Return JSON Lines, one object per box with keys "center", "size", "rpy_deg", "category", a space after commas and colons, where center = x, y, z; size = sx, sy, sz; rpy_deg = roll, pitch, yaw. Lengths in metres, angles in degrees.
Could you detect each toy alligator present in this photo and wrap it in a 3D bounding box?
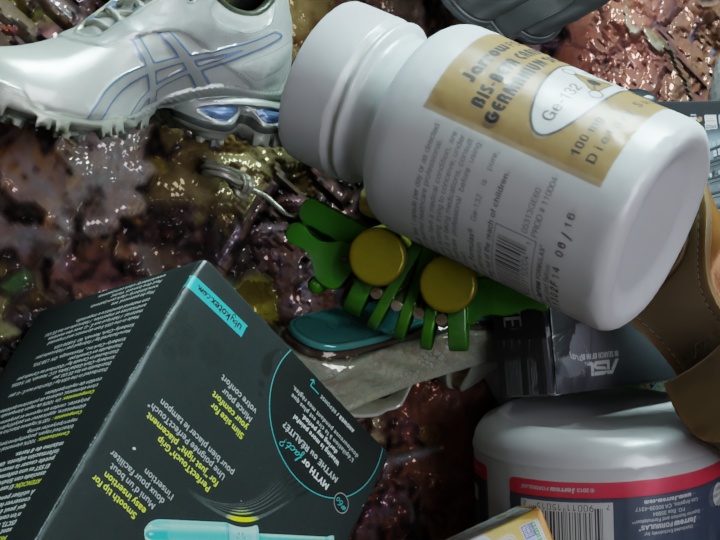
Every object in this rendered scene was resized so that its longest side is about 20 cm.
{"center": [0.000, 0.000, 1.156], "size": [0.200, 0.059, 0.054], "rpy_deg": [21, 94, 5], "category": "toy alligator"}

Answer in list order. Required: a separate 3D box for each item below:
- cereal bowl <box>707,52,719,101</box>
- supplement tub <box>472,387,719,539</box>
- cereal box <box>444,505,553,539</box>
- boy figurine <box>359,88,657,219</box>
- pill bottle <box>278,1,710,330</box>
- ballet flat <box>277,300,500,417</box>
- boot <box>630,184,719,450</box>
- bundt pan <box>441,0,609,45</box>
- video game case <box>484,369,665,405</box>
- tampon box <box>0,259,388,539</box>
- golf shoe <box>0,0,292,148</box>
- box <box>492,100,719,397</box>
{"center": [0.291, -0.088, 1.384], "size": [0.200, 0.083, 0.200], "rpy_deg": [3, 84, -35], "category": "cereal bowl"}
{"center": [0.134, 0.174, 1.210], "size": [0.140, 0.140, 0.200], "rpy_deg": [-9, 101, -35], "category": "supplement tub"}
{"center": [0.026, 0.223, 1.102], "size": [0.200, 0.040, 0.144], "rpy_deg": [-23, 92, -17], "category": "cereal box"}
{"center": [0.085, -0.065, 1.250], "size": [0.200, 0.064, 0.125], "rpy_deg": [-10, 95, -39], "category": "boy figurine"}
{"center": [0.064, -0.060, 1.104], "size": [0.114, 0.200, 0.114], "rpy_deg": [-47, 152, -35], "category": "pill bottle"}
{"center": [0.033, 0.042, 1.217], "size": [0.200, 0.067, 0.062], "rpy_deg": [-11, 121, -32], "category": "ballet flat"}
{"center": [0.202, 0.019, 1.182], "size": [0.155, 0.077, 0.200], "rpy_deg": [20, 40, -54], "category": "boot"}
{"center": [0.102, -0.233, 1.241], "size": [0.202, 0.076, 0.202], "rpy_deg": [15, 70, -45], "category": "bundt pan"}
{"center": [0.177, 0.070, 1.330], "size": [0.200, 0.022, 0.182], "rpy_deg": [-39, 108, -30], "category": "video game case"}
{"center": [-0.109, 0.124, 1.030], "size": [0.150, 0.126, 0.200], "rpy_deg": [49, 47, -24], "category": "tampon box"}
{"center": [-0.117, -0.114, 1.090], "size": [0.200, 0.078, 0.097], "rpy_deg": [-4, 110, -44], "category": "golf shoe"}
{"center": [0.159, -0.015, 1.232], "size": [0.200, 0.050, 0.158], "rpy_deg": [-3, 88, -38], "category": "box"}
